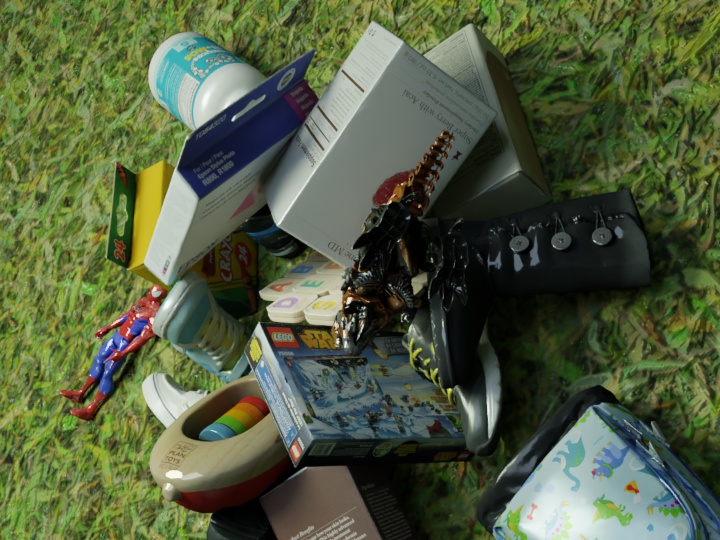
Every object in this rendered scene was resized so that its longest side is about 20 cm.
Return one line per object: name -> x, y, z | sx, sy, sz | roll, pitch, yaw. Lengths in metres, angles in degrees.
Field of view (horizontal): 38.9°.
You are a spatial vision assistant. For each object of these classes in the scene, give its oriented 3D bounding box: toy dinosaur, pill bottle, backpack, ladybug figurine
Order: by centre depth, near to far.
backpack -> 0.201, 0.202, 0.789 | 0.163, 0.154, 0.200 | -46, 61, 2
toy dinosaur -> 0.027, -0.023, 0.875 | 0.136, 0.101, 0.203 | -156, 70, -76
ladybug figurine -> -0.112, 0.163, 0.957 | 0.135, 0.199, 0.073 | 6, 117, 38
pill bottle -> -0.183, -0.224, 1.304 | 0.200, 0.110, 0.111 | 38, 95, 42

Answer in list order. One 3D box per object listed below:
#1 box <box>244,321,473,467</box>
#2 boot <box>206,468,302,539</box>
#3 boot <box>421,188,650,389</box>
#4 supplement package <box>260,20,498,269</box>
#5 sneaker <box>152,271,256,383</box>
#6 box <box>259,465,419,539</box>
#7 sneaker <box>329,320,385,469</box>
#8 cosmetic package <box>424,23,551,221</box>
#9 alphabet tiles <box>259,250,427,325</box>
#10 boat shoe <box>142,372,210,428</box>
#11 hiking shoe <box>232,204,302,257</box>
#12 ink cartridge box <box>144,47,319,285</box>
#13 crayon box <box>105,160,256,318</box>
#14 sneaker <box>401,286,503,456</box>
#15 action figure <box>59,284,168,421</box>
box -> 0.005, 0.113, 0.935 | 0.040, 0.198, 0.138 | -58, 43, 30
boot -> -0.112, 0.276, 1.021 | 0.076, 0.200, 0.170 | 21, 117, 9
boot -> 0.158, 0.016, 0.901 | 0.197, 0.066, 0.167 | -5, 65, 4
supplement package -> 0.013, -0.112, 0.972 | 0.201, 0.121, 0.120 | -55, 24, 11
sneaker -> -0.144, 0.073, 1.088 | 0.130, 0.200, 0.080 | 32, 81, 7
box -> 0.002, 0.267, 0.909 | 0.100, 0.075, 0.202 | -34, 74, 22
sneaker -> 0.000, 0.133, 1.016 | 0.075, 0.070, 0.202 | -32, 53, 21
cosmetic package -> 0.115, -0.141, 1.051 | 0.105, 0.071, 0.202 | -29, 54, 27
alphabet tiles -> 0.000, 0.000, 1.026 | 0.194, 0.015, 0.200 | 2, 28, 40
boat shoe -> -0.174, 0.168, 1.140 | 0.066, 0.072, 0.200 | -50, 48, 2
hiking shoe -> -0.067, -0.114, 1.174 | 0.074, 0.086, 0.202 | 24, 86, 43
ink cartridge box -> -0.118, -0.100, 1.006 | 0.196, 0.043, 0.200 | -44, -7, -39
crayon box -> -0.198, -0.036, 1.166 | 0.050, 0.199, 0.129 | -19, 59, 30
sneaker -> 0.083, 0.086, 0.954 | 0.083, 0.075, 0.202 | -8, 50, 0
action figure -> -0.308, 0.096, 1.299 | 0.201, 0.052, 0.065 | -51, 44, 5
